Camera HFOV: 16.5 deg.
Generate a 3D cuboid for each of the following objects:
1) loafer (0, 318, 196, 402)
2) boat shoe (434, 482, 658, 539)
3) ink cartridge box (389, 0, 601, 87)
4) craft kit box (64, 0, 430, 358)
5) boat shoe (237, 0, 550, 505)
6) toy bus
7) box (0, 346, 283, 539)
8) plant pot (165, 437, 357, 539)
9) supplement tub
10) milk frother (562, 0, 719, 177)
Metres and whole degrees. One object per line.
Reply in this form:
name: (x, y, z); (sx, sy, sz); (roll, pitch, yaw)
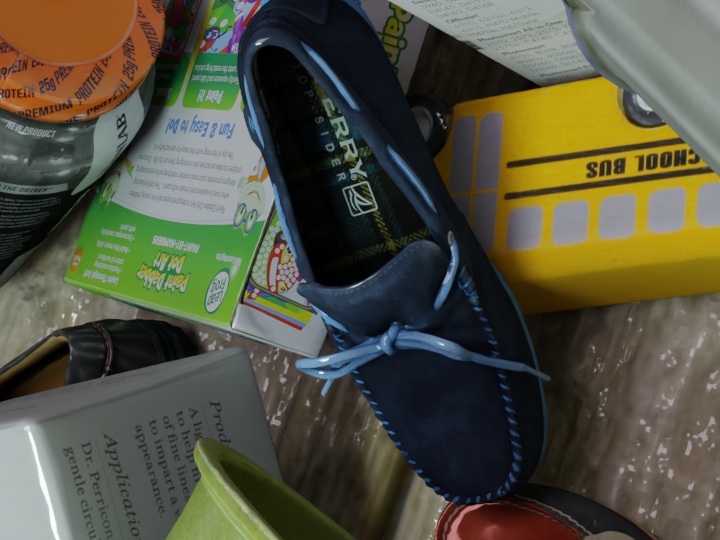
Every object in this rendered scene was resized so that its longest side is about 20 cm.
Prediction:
loafer: (-0.163, 0.078, 1.091); (0.200, 0.072, 0.073); (-39, 55, 25)
boat shoe: (0.088, 0.132, 0.870); (0.200, 0.063, 0.071); (38, 103, 42)
ink cartridge box: (0.059, -0.143, 0.894); (0.067, 0.200, 0.116); (-9, 70, 37)
craft kit box: (-0.043, -0.073, 1.014); (0.200, 0.048, 0.198); (13, 81, 65)
boat shoe: (0.000, 0.000, 0.885); (0.084, 0.069, 0.200); (-27, 98, 20)
toy bus: (0.092, -0.030, 0.920); (0.200, 0.065, 0.078); (-8, 72, 38)
box: (-0.127, 0.151, 0.955); (0.200, 0.131, 0.199); (-14, 91, 37)
plant pot: (-0.035, 0.189, 0.778); (0.190, 0.200, 0.200); (-50, 49, 0)
supplement tub: (-0.165, -0.071, 1.067); (0.200, 0.122, 0.123); (-40, 50, 54)
milk frother: (0.169, -0.020, 0.769); (0.188, 0.180, 0.200); (54, 134, 47)
